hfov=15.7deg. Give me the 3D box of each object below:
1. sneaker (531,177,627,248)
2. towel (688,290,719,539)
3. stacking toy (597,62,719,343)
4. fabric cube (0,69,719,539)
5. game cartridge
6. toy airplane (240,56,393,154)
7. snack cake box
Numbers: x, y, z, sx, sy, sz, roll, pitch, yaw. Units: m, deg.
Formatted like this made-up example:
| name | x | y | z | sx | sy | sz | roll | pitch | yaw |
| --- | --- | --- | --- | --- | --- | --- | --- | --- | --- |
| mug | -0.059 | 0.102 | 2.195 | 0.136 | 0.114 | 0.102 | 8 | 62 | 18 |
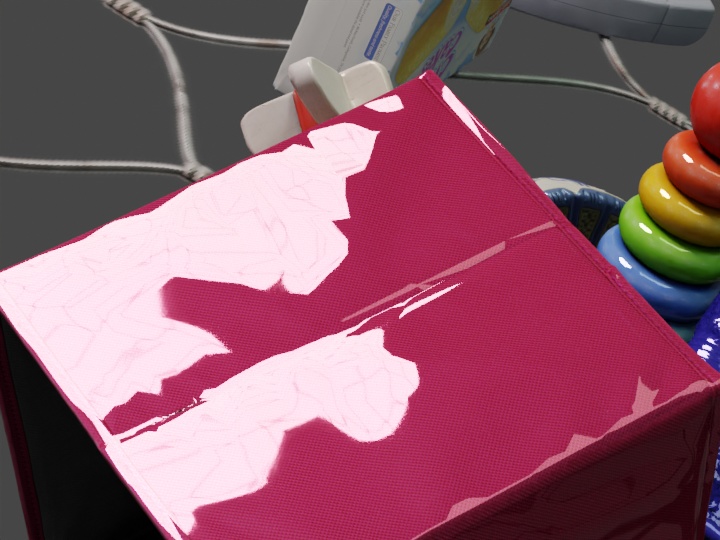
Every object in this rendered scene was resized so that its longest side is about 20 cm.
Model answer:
| name | x | y | z | sx | sy | sz | roll | pitch | yaw |
| --- | --- | --- | --- | --- | --- | --- | --- | --- | --- |
| sneaker | 0.063 | -0.034 | 1.407 | 0.200 | 0.075 | 0.088 | 5 | 30 | -35 |
| towel | 0.224 | 0.067 | 1.276 | 0.148 | 0.050 | 0.200 | 35 | 67 | 9 |
| stacking toy | 0.162 | -0.021 | 1.327 | 0.085 | 0.200 | 0.085 | 17 | 31 | -10 |
| fabric cube | -0.003 | 0.085 | 0.985 | 0.199 | 0.196 | 0.200 | -25 | 52 | -21 |
| game cartridge | 0.139 | -0.212 | 1.782 | 0.200 | 0.041 | 0.133 | 12 | 28 | -19 |
| toy airplane | 0.000 | 0.000 | 1.225 | 0.200 | 0.141 | 0.199 | 42 | 13 | -25 |
| snack cake box | 0.036 | -0.167 | 1.559 | 0.067 | 0.115 | 0.200 | 31 | 31 | 12 |
